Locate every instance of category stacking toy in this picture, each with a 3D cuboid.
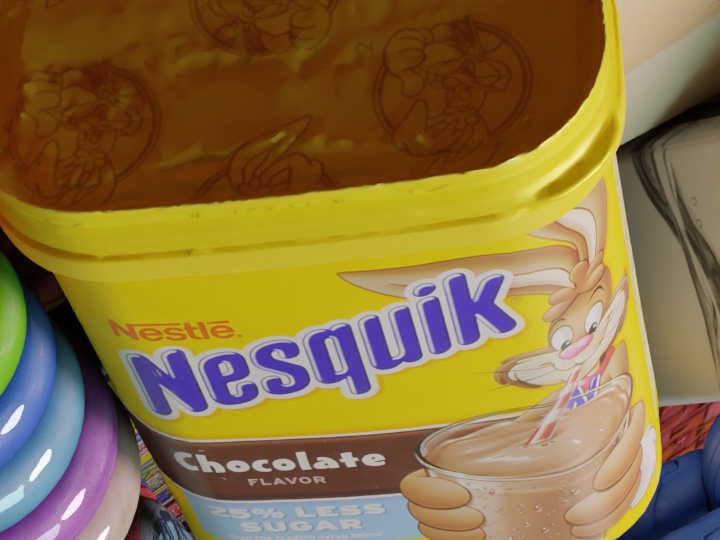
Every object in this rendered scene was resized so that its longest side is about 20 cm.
[{"bbox_3d":[-0.113,0.010,0.626,0.085,0.085,0.200,-33,148,-12],"label":"stacking toy"}]

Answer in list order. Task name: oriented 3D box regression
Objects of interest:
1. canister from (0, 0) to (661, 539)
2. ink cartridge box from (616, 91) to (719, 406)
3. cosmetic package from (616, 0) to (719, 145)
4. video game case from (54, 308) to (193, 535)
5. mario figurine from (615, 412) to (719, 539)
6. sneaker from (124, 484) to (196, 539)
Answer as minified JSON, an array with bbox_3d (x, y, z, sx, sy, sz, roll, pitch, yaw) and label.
[{"bbox_3d":[0.000,0.000,0.657,0.147,0.087,0.200,-6,148,9],"label":"canister"},{"bbox_3d":[0.149,-0.028,0.759,0.145,0.085,0.199,-31,-168,-39],"label":"ink cartridge box"},{"bbox_3d":[0.110,-0.112,0.716,0.199,0.071,0.105,-28,154,-22],"label":"cosmetic package"},{"bbox_3d":[-0.082,0.068,0.817,0.199,0.026,0.181,-35,156,-6],"label":"video game case"},{"bbox_3d":[0.143,0.040,0.834,0.199,0.124,0.106,-28,153,-7],"label":"mario figurine"},{"bbox_3d":[-0.037,0.113,0.794,0.200,0.095,0.080,56,42,-72],"label":"sneaker"}]
